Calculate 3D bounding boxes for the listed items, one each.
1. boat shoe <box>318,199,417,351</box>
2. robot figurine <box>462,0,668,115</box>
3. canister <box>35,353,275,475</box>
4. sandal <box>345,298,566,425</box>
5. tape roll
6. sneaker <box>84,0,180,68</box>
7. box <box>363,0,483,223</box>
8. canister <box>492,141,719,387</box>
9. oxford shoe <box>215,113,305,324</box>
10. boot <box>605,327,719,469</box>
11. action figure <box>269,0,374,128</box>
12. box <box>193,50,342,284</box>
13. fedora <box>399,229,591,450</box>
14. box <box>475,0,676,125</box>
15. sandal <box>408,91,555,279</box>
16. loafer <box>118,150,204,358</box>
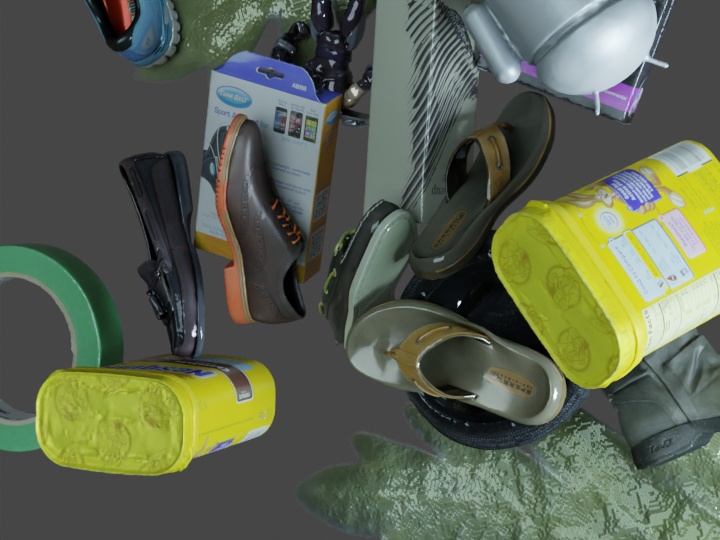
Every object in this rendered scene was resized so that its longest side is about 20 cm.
[{"bbox_3d":[0.000,0.000,1.599,0.061,0.072,0.202,46,150,21],"label":"boat shoe"},{"bbox_3d":[0.165,-0.227,1.503,0.169,0.113,0.201,-37,81,13],"label":"robot figurine"},{"bbox_3d":[-0.179,0.124,1.654,0.148,0.200,0.087,3,94,21],"label":"canister"},{"bbox_3d":[0.074,0.078,1.529,0.199,0.054,0.081,19,104,24],"label":"sandal"},{"bbox_3d":[-0.329,0.074,1.795,0.199,0.048,0.202,1,94,23],"label":"tape roll"},{"bbox_3d":[-0.227,-0.290,1.708,0.078,0.090,0.201,-20,85,21],"label":"sneaker"},{"bbox_3d":[0.055,-0.143,1.602,0.068,0.082,0.202,7,97,36],"label":"box"},{"bbox_3d":[0.225,-0.010,1.472,0.149,0.199,0.087,57,145,13],"label":"canister"},{"bbox_3d":[-0.083,-0.045,1.626,0.072,0.071,0.201,4,121,16],"label":"oxford shoe"},{"bbox_3d":[0.289,0.074,1.539,0.199,0.068,0.131,-26,78,20],"label":"boot"},{"bbox_3d":[-0.020,-0.210,1.643,0.129,0.069,0.201,16,114,14],"label":"action figure"},{"bbox_3d":[-0.084,-0.099,1.661,0.118,0.041,0.201,19,115,20],"label":"box"},{"bbox_3d":[0.129,0.055,1.583,0.199,0.091,0.202,3,98,26],"label":"fedora"},{"bbox_3d":[0.199,-0.243,1.569,0.142,0.036,0.201,24,103,18],"label":"box"},{"bbox_3d":[0.097,-0.081,1.556,0.200,0.055,0.082,-52,31,-17],"label":"sandal"},{"bbox_3d":[-0.186,-0.014,1.698,0.063,0.072,0.201,-1,72,-21],"label":"loafer"}]
